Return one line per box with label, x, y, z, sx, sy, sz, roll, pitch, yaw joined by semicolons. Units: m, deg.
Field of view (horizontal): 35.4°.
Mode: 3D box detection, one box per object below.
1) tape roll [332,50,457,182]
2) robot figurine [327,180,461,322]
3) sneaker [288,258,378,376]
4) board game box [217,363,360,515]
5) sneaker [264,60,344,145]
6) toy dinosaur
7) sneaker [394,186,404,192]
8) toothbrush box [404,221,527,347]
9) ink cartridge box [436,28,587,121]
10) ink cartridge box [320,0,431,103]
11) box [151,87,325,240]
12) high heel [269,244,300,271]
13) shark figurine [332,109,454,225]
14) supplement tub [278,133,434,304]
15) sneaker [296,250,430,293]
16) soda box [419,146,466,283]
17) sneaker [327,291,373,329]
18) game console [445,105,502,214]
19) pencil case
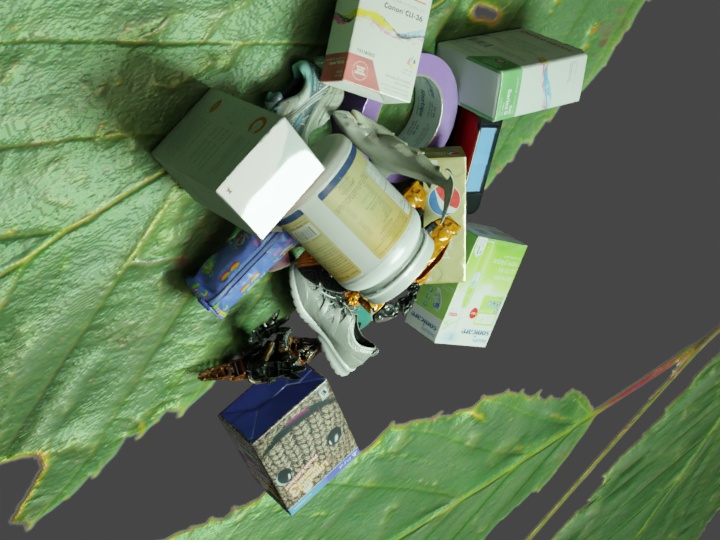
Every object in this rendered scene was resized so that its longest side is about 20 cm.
tape roll;0.054;-0.237;1.695;0.199;0.065;0.202;-24;128;-34
robot figurine;0.045;-0.023;1.622;0.145;0.058;0.200;45;79;-7
sneaker;-0.041;0.061;1.731;0.081;0.075;0.201;-25;109;17
board game box;-0.111;0.263;1.817;0.159;0.097;0.201;-40;136;-18
sneaker;-0.111;-0.202;1.564;0.086;0.077;0.201;38;79;-36
toy dinosaur;-0.143;0.140;1.710;0.200;0.102;0.136;-38;179;-29
sneaker;0.014;-0.107;1.663;0.198;0.077;0.091;4;152;-37
toothbrush box;0.184;0.023;1.966;0.145;0.086;0.202;9;109;-46
ink cartridge box;0.234;-0.309;1.764;0.199;0.145;0.088;-20;127;-35
ink cartridge box;0.027;-0.342;1.551;0.116;0.067;0.202;12;89;-32
box;-0.159;-0.140;1.436;0.125;0.200;0.098;-48;127;-9
high heel;-0.069;-0.077;1.671;0.199;0.067;0.097;-33;138;-25
shark figurine;0.052;-0.140;1.585;0.090;0.214;0.128;-57;164;10
supplement tub;-0.011;-0.065;1.499;0.200;0.144;0.145;45;80;-19
sneaker;0.000;0.000;1.688;0.198;0.092;0.077;4;85;-12
soda box;0.125;-0.083;1.719;0.067;0.064;0.202;-2;110;-2
sneaker;-0.030;0.032;1.774;0.080;0.071;0.201;-45;138;-19
game console;0.188;-0.165;1.829;0.171;0.118;0.202;-6;118;-42
pencil case;-0.154;-0.022;1.575;0.200;0.087;0.078;-44;102;8
